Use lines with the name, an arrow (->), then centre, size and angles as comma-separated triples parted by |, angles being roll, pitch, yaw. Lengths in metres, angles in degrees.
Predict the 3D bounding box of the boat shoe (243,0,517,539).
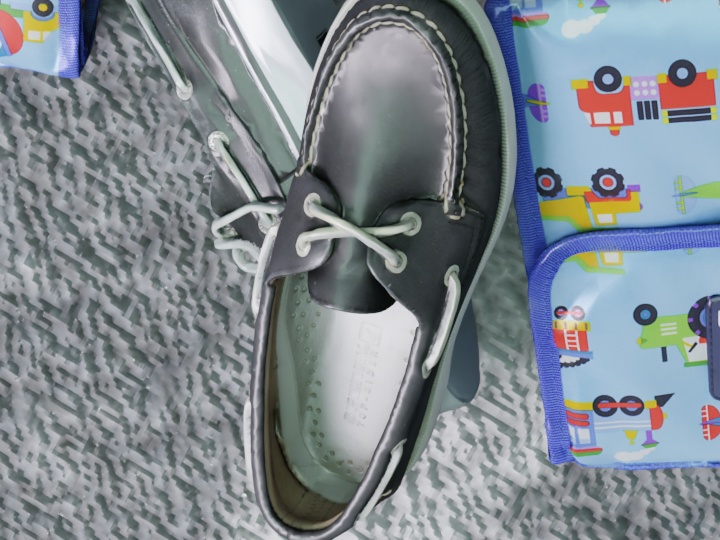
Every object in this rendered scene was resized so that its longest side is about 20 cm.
boat shoe -> 0.000, 0.000, 0.945 | 0.074, 0.060, 0.201 | 21, 123, 12

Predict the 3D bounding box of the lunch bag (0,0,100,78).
lunch bag -> -0.161, -0.162, 1.024 | 0.150, 0.094, 0.201 | 9, 114, 8

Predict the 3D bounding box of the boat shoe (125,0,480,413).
boat shoe -> -0.025, -0.034, 1.018 | 0.068, 0.074, 0.200 | -24, 102, 22

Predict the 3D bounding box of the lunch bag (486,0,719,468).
lunch bag -> 0.131, -0.017, 0.988 | 0.150, 0.094, 0.201 | -5, 112, 9
